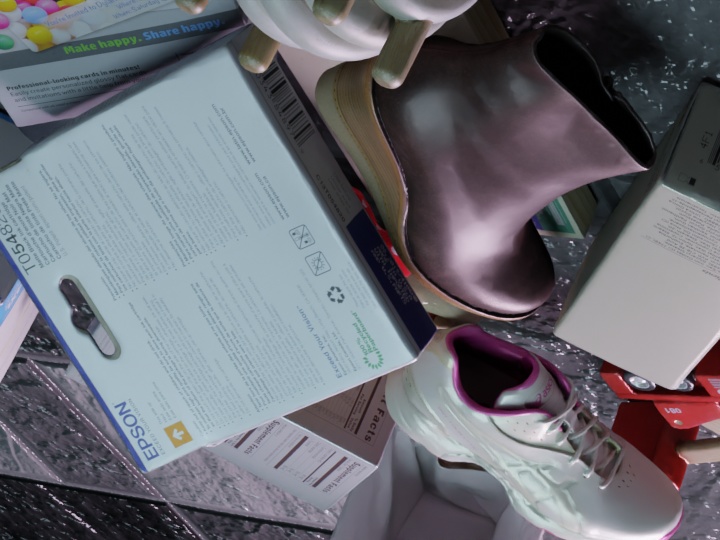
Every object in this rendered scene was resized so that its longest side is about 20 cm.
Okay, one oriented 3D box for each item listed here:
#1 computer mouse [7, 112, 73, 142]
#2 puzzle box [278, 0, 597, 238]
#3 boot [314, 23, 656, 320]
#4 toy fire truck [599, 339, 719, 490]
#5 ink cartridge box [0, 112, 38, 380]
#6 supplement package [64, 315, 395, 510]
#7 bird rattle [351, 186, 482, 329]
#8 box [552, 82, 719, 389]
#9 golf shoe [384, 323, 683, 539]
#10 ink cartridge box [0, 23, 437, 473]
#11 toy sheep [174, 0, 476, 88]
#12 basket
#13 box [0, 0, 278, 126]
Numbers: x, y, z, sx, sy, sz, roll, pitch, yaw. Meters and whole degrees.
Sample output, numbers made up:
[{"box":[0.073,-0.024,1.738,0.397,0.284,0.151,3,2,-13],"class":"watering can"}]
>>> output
[{"box":[-0.171,-0.116,1.292,0.200,0.046,0.140,-5,142,45],"class":"computer mouse"},{"box":[0.036,-0.089,1.191,0.133,0.025,0.200,7,149,31],"class":"puzzle box"},{"box":[0.082,-0.043,1.123,0.166,0.072,0.200,-2,139,46],"class":"boot"},{"box":[0.217,0.081,1.321,0.200,0.049,0.141,-1,144,39],"class":"toy fire truck"},{"box":[-0.274,-0.013,1.479,0.129,0.125,0.200,25,153,0],"class":"ink cartridge box"},{"box":[-0.072,0.055,1.445,0.200,0.114,0.110,29,152,-8],"class":"supplement package"},{"box":[0.000,0.000,1.321,0.163,0.113,0.200,12,164,-26],"class":"bird rattle"},{"box":[0.173,-0.013,1.165,0.082,0.068,0.200,26,154,-1],"class":"box"},{"box":[0.111,0.100,1.318,0.200,0.075,0.092,29,148,-4],"class":"golf shoe"},{"box":[-0.088,-0.007,1.202,0.200,0.041,0.200,-24,103,30],"class":"ink cartridge box"},{"box":[-0.009,-0.155,0.991,0.200,0.138,0.138,13,153,40],"class":"toy sheep"},{"box":[0.048,0.220,1.557,0.136,0.200,0.123,19,158,11],"class":"basket"},{"box":[-0.146,-0.161,1.142,0.156,0.041,0.200,-8,142,14],"class":"box"}]
